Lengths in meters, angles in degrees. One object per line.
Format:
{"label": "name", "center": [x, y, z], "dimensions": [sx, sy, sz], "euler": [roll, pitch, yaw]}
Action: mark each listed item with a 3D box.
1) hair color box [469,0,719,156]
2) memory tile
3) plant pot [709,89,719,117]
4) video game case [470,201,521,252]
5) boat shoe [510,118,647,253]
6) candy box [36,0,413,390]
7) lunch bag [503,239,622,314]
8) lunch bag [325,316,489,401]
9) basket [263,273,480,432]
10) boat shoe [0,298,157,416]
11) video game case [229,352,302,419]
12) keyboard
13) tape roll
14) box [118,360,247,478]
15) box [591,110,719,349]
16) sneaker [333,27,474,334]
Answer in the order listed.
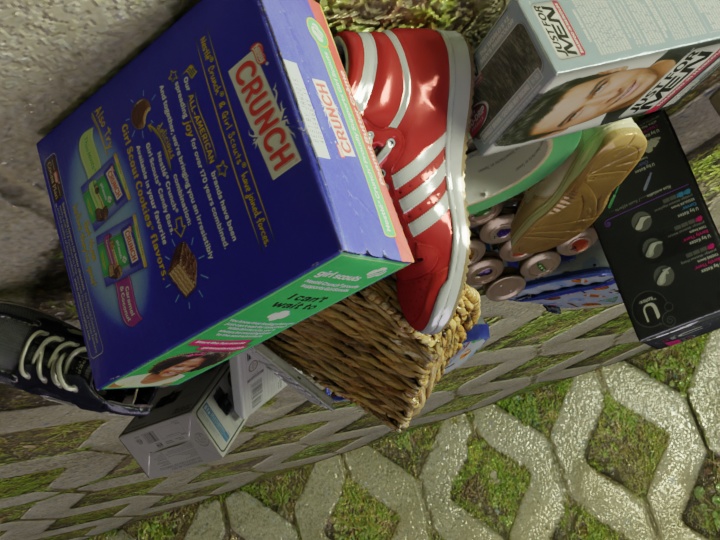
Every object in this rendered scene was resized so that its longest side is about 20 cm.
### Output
{"label": "hair color box", "center": [0.169, -0.147, 0.589], "dimensions": [0.197, 0.061, 0.099], "euler": [-17, 164, -27]}
{"label": "memory tile", "center": [0.163, -0.036, 0.924], "dimensions": [0.152, 0.017, 0.199], "euler": [-32, 143, 22]}
{"label": "plant pot", "center": [0.468, -0.140, 0.744], "dimensions": [0.196, 0.180, 0.200], "euler": [-13, 162, -12]}
{"label": "video game case", "center": [0.109, -0.030, 0.991], "dimensions": [0.197, 0.024, 0.182], "euler": [-21, 163, 7]}
{"label": "boat shoe", "center": [0.194, -0.088, 0.802], "dimensions": [0.072, 0.070, 0.201], "euler": [-3, 151, -23]}
{"label": "candy box", "center": [-0.089, -0.044, 0.504], "dimensions": [0.198, 0.172, 0.077], "euler": [-28, 163, 31]}
{"label": "lunch bag", "center": [0.275, 0.002, 1.088], "dimensions": [0.158, 0.077, 0.199], "euler": [8, 164, -36]}
{"label": "lunch bag", "center": [0.063, 0.098, 1.147], "dimensions": [0.197, 0.126, 0.169], "euler": [-14, 174, 23]}
{"label": "basket", "center": [0.000, 0.000, 0.703], "dimensions": [0.149, 0.198, 0.144], "euler": [-48, 160, -40]}
{"label": "boat shoe", "center": [-0.264, 0.075, 0.746], "dimensions": [0.197, 0.076, 0.092], "euler": [22, 165, -26]}
{"label": "video game case", "center": [-0.051, 0.051, 0.870], "dimensions": [0.199, 0.018, 0.145], "euler": [-36, 150, -29]}
{"label": "keyboard", "center": [-0.103, 0.053, 0.697], "dimensions": [0.011, 0.199, 0.056], "euler": [-56, -161, -19]}
{"label": "tape roll", "center": [0.082, -0.099, 0.710], "dimensions": [0.197, 0.049, 0.201], "euler": [-17, 163, -5]}
{"label": "box", "center": [-0.163, 0.128, 0.944], "dimensions": [0.115, 0.061, 0.201], "euler": [-22, -159, 29]}
{"label": "box", "center": [0.298, -0.035, 0.854], "dimensions": [0.105, 0.203, 0.122], "euler": [-24, 161, 22]}
{"label": "sneaker", "center": [0.013, -0.057, 0.562], "dimensions": [0.111, 0.204, 0.071], "euler": [-2, -174, -27]}
